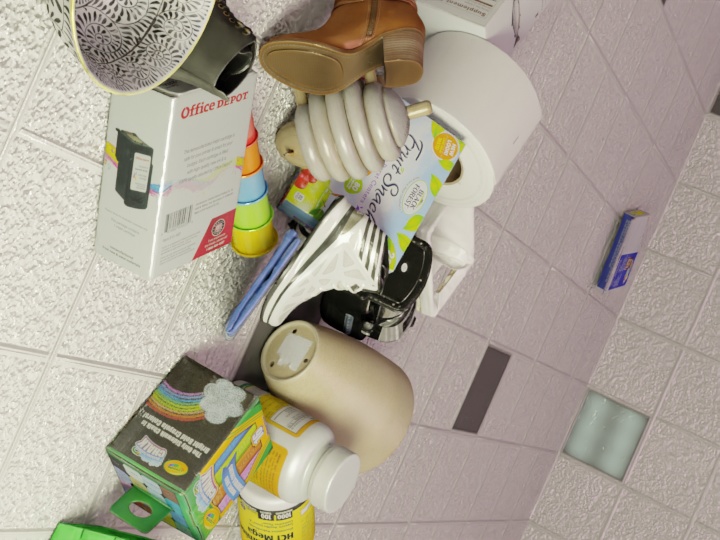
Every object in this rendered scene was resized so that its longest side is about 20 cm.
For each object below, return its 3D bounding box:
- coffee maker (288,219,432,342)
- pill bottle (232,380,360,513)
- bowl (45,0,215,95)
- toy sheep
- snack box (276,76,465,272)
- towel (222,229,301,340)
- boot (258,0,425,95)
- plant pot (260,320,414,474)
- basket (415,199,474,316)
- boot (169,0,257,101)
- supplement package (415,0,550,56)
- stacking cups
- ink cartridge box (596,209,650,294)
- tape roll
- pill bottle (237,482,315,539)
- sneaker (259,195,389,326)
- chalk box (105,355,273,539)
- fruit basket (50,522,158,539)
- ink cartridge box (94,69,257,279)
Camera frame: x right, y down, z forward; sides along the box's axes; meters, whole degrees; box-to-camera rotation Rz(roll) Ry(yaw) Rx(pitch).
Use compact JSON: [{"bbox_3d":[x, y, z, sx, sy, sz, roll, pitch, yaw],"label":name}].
[{"bbox_3d":[0.000,0.000,1.784,0.134,0.192,0.200,-40,170,-15],"label":"coffee maker"},{"bbox_3d":[-0.103,0.235,1.706,0.113,0.198,0.114,-46,149,-38],"label":"pill bottle"},{"bbox_3d":[-0.216,-0.265,1.140,0.201,0.093,0.203,-47,150,-38],"label":"bowl"},{"bbox_3d":[-0.010,-0.175,1.565,0.138,0.197,0.140,-16,90,-75],"label":"toy sheep"},{"bbox_3d":[0.015,-0.121,1.665,0.202,0.168,0.068,-58,-172,-14],"label":"snack box"},{"bbox_3d":[-0.123,0.020,1.573,0.148,0.024,0.200,-55,-178,-7],"label":"towel"},{"bbox_3d":[-0.022,-0.289,1.528,0.077,0.196,0.157,90,-4,-52],"label":"boot"},{"bbox_3d":[-0.049,0.158,1.811,0.189,0.186,0.200,-58,139,-16],"label":"plant pot"},{"bbox_3d":[0.088,-0.055,1.940,0.136,0.122,0.202,-51,153,-31],"label":"basket"},{"bbox_3d":[-0.135,-0.259,1.263,0.202,0.137,0.078,-62,156,-12],"label":"boot"},{"bbox_3d":[0.178,-0.383,1.836,0.201,0.116,0.118,-54,154,-25],"label":"supplement package"},{"bbox_3d":[-0.137,-0.105,1.505,0.061,0.060,0.202,-49,149,-33],"label":"stacking cups"},{"bbox_3d":[0.647,-0.048,3.229,0.199,0.047,0.200,-8,120,-61],"label":"ink cartridge box"},{"bbox_3d":[0.130,-0.206,1.793,0.140,0.201,0.204,-52,153,-27],"label":"tape roll"},{"bbox_3d":[-0.121,0.354,1.888,0.112,0.111,0.202,-46,149,-38],"label":"pill bottle"},{"bbox_3d":[-0.036,0.017,1.596,0.201,0.115,0.076,-52,-178,28],"label":"sneaker"},{"bbox_3d":[-0.215,0.232,1.565,0.201,0.124,0.125,-51,152,-28],"label":"chalk box"},{"bbox_3d":[-0.284,0.403,1.477,0.218,0.213,0.155,-65,156,-2],"label":"fruit basket"},{"bbox_3d":[-0.190,-0.114,1.347,0.145,0.082,0.203,-28,136,-54],"label":"ink cartridge box"}]
